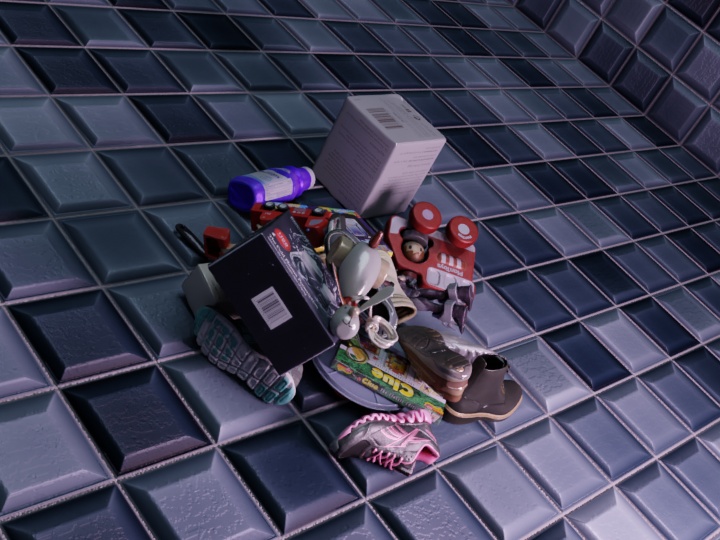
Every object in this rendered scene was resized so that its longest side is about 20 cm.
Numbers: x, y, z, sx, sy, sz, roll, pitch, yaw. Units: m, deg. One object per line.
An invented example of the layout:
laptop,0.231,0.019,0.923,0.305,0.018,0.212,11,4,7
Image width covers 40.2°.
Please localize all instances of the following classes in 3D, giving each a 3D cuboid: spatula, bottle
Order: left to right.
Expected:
spatula,-0.249,-0.017,1.703,0.200,0.021,0.057,38,39,14
bottle,-0.167,-0.163,1.915,0.083,0.065,0.200,18,24,32

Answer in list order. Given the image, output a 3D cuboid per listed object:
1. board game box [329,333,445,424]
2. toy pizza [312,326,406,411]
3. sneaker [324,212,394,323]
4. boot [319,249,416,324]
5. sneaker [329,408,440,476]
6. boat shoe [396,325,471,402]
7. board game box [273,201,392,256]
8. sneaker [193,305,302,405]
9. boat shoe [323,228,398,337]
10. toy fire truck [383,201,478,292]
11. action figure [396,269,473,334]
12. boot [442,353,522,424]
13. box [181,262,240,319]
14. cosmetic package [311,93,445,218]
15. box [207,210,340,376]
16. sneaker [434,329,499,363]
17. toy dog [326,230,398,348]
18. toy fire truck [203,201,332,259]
board game box,0.051,0.172,1.624,0.200,0.023,0.105,28,32,-4
toy pizza,0.002,0.164,1.645,0.200,0.032,0.200,23,31,-14
sneaker,0.000,0.000,1.669,0.115,0.076,0.200,-1,79,5
boot,-0.015,0.041,1.729,0.200,0.072,0.155,-9,47,-20
sneaker,0.045,0.272,1.510,0.200,0.079,0.095,-2,56,-38
boat shoe,0.112,0.152,1.622,0.076,0.072,0.200,-4,23,-21
board game box,-0.064,-0.060,1.849,0.200,0.057,0.165,4,31,-34
sneaker,-0.172,0.124,1.538,0.200,0.078,0.091,42,27,3
boat shoe,0.001,0.014,1.598,0.200,0.073,0.062,62,-3,11
toy fire truck,0.140,-0.029,1.961,0.200,0.112,0.168,19,53,-15
action figure,0.103,0.053,1.821,0.200,0.069,0.130,12,39,17
boot,0.239,0.193,1.696,0.200,0.138,0.077,-10,49,-46
box,-0.188,0.029,1.633,0.200,0.068,0.082,-9,63,-45
cosmetic package,0.035,-0.240,2.060,0.166,0.200,0.167,-14,53,-47
box,-0.116,0.029,1.515,0.200,0.104,0.182,57,14,-8
sneaker,0.176,0.142,1.774,0.200,0.075,0.082,22,26,-19
toy dog,0.004,0.012,1.492,0.132,0.096,0.200,13,42,-28
toy fire truck,-0.157,-0.063,1.702,0.200,0.049,0.141,8,35,10
